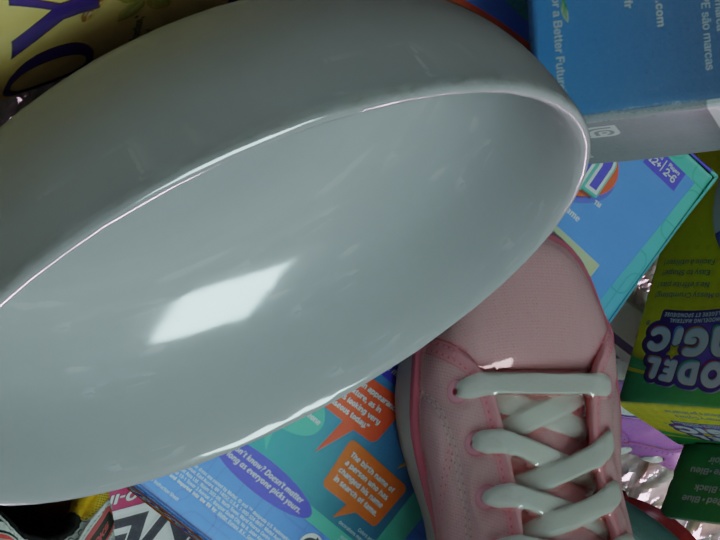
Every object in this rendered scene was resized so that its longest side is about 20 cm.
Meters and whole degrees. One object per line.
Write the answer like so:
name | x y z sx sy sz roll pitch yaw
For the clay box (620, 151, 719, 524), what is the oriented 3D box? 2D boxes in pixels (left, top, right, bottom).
clay box | 0.162 -0.010 0.861 0.048 0.115 0.200 35 66 -42

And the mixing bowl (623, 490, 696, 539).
mixing bowl | 0.063 0.143 0.933 0.200 0.200 0.109 -12 93 -26

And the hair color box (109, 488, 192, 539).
hair color box | -0.101 0.116 0.872 0.100 0.061 0.200 -13 127 -26

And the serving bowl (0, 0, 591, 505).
serving bowl | -0.041 -0.015 0.676 0.200 0.066 0.200 -25 160 -10

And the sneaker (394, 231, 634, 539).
sneaker | 0.061 0.085 0.758 0.075 0.105 0.201 1 92 -23

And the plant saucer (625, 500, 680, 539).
plant saucer | 0.038 0.160 0.834 0.200 0.200 0.027 -39 163 -4

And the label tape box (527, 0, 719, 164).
label tape box | 0.149 -0.116 0.751 0.199 0.144 0.066 -6 168 14

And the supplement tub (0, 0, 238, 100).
supplement tub | -0.126 -0.108 0.641 0.200 0.145 0.146 -22 130 -19

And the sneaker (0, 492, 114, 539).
sneaker | -0.149 0.085 0.715 0.200 0.078 0.082 0 107 -53

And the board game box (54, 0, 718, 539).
board game box | 0.000 0.000 0.803 0.152 0.045 0.200 41 80 -21

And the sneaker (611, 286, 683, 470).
sneaker | 0.060 0.046 0.927 0.200 0.073 0.114 35 99 -32
